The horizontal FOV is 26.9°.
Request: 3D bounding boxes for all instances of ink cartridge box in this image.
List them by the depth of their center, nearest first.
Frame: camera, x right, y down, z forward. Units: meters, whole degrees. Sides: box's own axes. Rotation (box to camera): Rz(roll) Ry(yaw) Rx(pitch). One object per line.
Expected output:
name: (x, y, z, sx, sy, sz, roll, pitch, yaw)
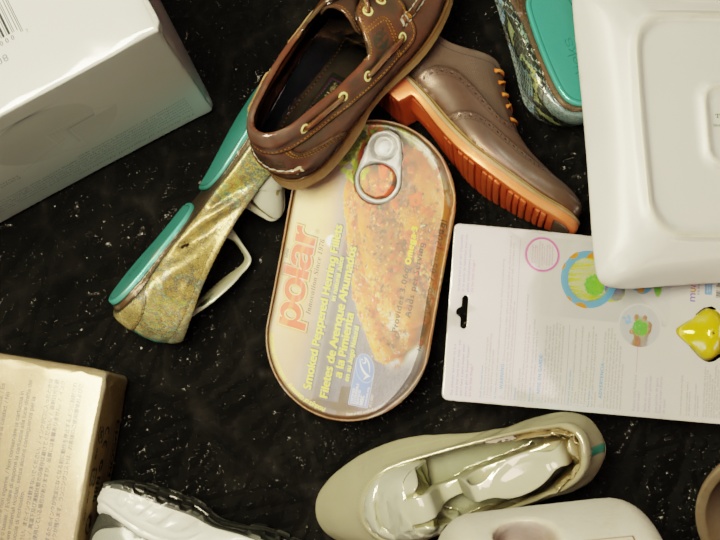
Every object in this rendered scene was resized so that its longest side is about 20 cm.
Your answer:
ink cartridge box: (-0.254, 0.153, 0.991, 0.163, 0.075, 0.202, 9, 85, 5)

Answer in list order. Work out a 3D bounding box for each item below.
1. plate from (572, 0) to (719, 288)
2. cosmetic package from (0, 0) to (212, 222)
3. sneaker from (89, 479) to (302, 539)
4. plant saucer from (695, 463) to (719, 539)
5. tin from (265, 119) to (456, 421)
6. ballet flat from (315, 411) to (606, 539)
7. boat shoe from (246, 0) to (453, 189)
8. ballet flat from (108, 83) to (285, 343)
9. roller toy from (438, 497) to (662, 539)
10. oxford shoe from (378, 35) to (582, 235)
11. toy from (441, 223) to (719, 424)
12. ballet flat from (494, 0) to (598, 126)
plate: (0.239, -0.092, 0.981, 0.198, 0.032, 0.202, -1, 84, -20)
cosmetic package: (-0.220, -0.130, 0.958, 0.198, 0.200, 0.124, -28, 81, -1)
sneaker: (-0.084, 0.202, 0.977, 0.199, 0.074, 0.080, 20, 87, 2)
plant saucer: (0.306, 0.163, 0.921, 0.199, 0.201, 0.030, 26, 51, 5)
tin: (0.000, 0.000, 1.010, 0.111, 0.042, 0.202, 11, 88, 0)
ballet flat: (0.060, 0.137, 0.966, 0.199, 0.069, 0.070, -19, 83, 10)
boat shoe: (-0.004, -0.146, 0.962, 0.070, 0.070, 0.201, 23, 74, 26)
ballet flat: (-0.091, -0.037, 1.015, 0.070, 0.071, 0.201, 34, 86, 6)
roller toy: (0.125, 0.233, 0.903, 0.139, 0.200, 0.184, -5, 86, -6)
oxford shoe: (0.081, -0.105, 1.007, 0.200, 0.071, 0.073, 42, 83, 7)
toy: (0.155, 0.038, 0.999, 0.198, 0.047, 0.116, 5, 81, 0)
ballet flat: (0.113, -0.189, 1.015, 0.074, 0.074, 0.202, -13, 80, 1)
